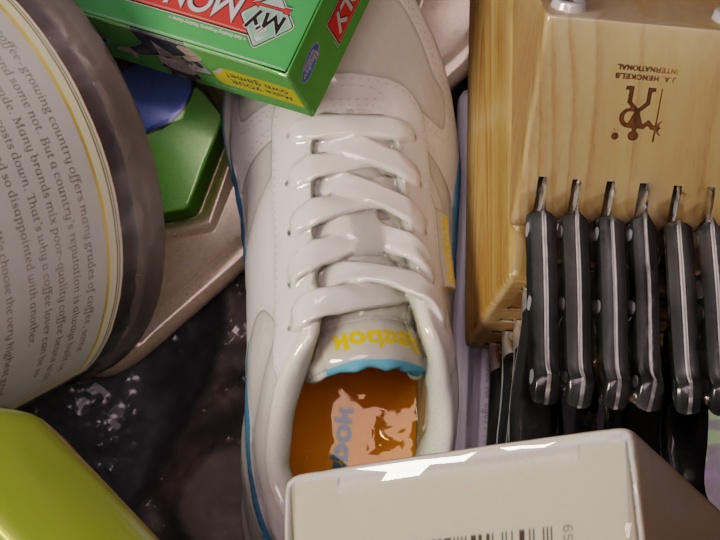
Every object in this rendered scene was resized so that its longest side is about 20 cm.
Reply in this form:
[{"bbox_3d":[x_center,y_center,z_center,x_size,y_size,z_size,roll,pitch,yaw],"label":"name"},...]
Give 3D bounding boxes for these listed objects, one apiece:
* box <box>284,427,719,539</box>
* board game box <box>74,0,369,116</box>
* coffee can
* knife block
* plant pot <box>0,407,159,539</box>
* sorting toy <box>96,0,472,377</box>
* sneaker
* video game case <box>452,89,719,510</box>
[{"bbox_3d":[0.060,0.109,0.720,0.094,0.200,0.078,-9,69,18],"label":"box"},{"bbox_3d":[-0.075,-0.136,0.845,0.199,0.029,0.135,19,74,25],"label":"board game box"},{"bbox_3d":[-0.174,0.001,0.764,0.199,0.146,0.147,-29,76,-41],"label":"coffee can"},{"bbox_3d":[0.065,-0.010,0.822,0.063,0.200,0.177,5,115,-9],"label":"knife block"},{"bbox_3d":[-0.104,0.160,0.754,0.181,0.199,0.200,-42,79,-13],"label":"plant pot"},{"bbox_3d":[-0.068,-0.096,0.882,0.200,0.036,0.185,-40,80,-6],"label":"sorting toy"},{"bbox_3d":[0.000,0.000,0.823,0.076,0.081,0.202,-2,88,-11],"label":"sneaker"},{"bbox_3d":[0.116,0.045,0.855,0.180,0.023,0.202,3,78,2],"label":"video game case"}]
